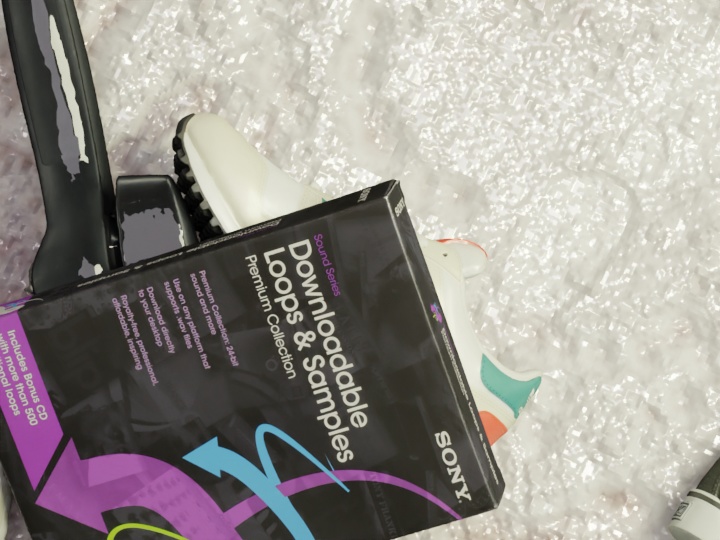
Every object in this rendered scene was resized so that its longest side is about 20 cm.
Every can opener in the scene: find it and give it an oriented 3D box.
[{"bbox_3d":[-0.125,-0.055,1.069,0.078,0.063,0.200,-16,85,-7],"label":"can opener"}]

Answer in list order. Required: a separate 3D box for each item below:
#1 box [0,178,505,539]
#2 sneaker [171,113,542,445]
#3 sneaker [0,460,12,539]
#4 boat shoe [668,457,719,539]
[{"bbox_3d":[-0.055,0.059,1.019,0.200,0.036,0.143,-18,102,11],"label":"box"},{"bbox_3d":[0.000,0.000,1.069,0.093,0.070,0.200,-37,90,-10],"label":"sneaker"},{"bbox_3d":[-0.173,0.126,1.033,0.085,0.073,0.200,-27,82,-5],"label":"sneaker"},{"bbox_3d":[0.231,0.149,1.058,0.200,0.071,0.064,39,82,5],"label":"boat shoe"}]
